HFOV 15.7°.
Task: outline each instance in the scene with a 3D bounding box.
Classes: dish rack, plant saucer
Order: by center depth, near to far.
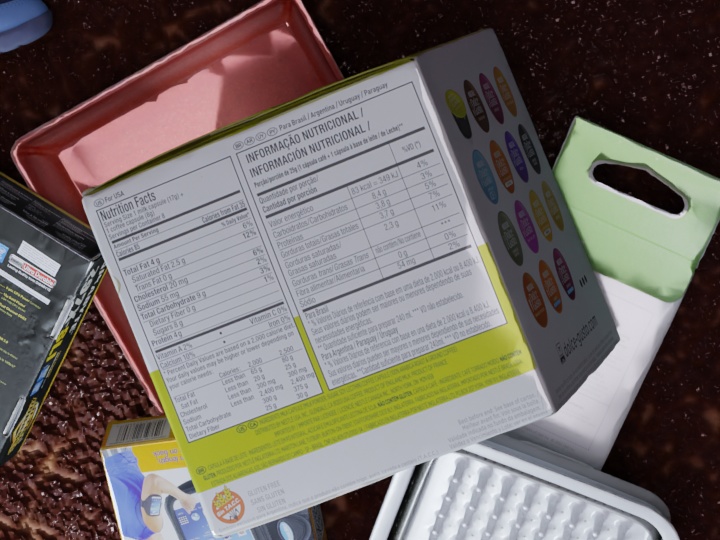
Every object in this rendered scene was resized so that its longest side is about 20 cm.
[{"bbox_3d":[0.090,0.176,1.547,0.171,0.044,0.201,21,130,3],"label":"dish rack"},{"bbox_3d":[-0.075,-0.036,1.554,0.199,0.037,0.200,-28,97,11],"label":"plant saucer"}]

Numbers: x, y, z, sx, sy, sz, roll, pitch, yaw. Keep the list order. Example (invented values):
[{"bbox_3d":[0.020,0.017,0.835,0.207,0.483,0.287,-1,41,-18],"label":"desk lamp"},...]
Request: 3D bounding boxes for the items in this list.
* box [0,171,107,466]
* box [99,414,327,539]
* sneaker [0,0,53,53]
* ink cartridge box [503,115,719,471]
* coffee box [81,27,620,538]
[{"bbox_3d":[-0.265,0.004,1.560,0.199,0.049,0.160,30,111,6],"label":"box"},{"bbox_3d":[-0.078,0.180,1.584,0.118,0.042,0.201,-8,111,8],"label":"box"},{"bbox_3d":[-0.280,-0.158,1.535,0.199,0.074,0.083,0,100,6],"label":"sneaker"},{"bbox_3d":[0.130,0.015,1.528,0.103,0.059,0.201,24,104,1],"label":"ink cartridge box"},{"bbox_3d":[0.000,0.000,1.416,0.199,0.200,0.199,-21,93,17],"label":"coffee box"}]
